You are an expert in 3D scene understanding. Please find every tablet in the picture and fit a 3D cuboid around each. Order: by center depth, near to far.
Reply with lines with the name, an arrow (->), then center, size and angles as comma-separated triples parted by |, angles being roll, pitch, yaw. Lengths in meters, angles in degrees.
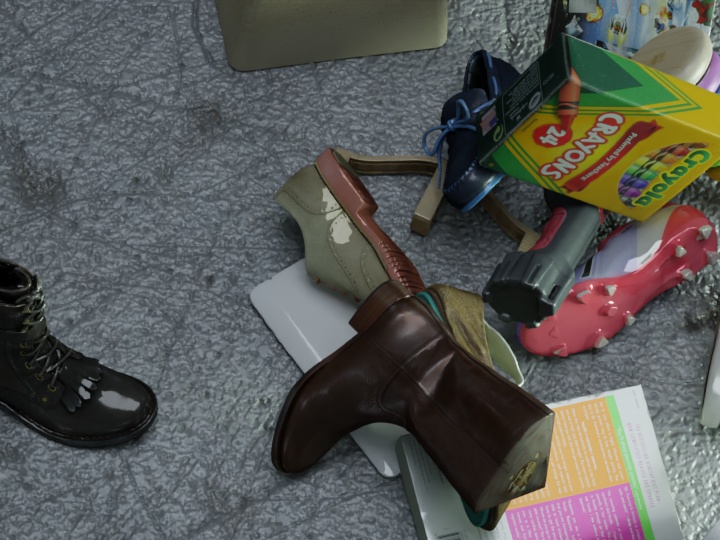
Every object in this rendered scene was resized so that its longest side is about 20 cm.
tablet -> 0.015, 0.063, 1.714 | 0.130, 0.014, 0.200 | -30, 68, -21

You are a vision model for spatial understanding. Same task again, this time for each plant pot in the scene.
plant pot -> -0.028, -0.315, 1.828 | 0.200, 0.177, 0.200 | -8, 62, -12

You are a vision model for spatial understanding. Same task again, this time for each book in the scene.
book -> 0.141, 0.176, 1.646 | 0.200, 0.048, 0.134 | -10, 70, -13

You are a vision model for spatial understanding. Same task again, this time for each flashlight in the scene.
flashlight -> 0.157, -0.031, 1.724 | 0.068, 0.068, 0.200 | 42, 45, -5

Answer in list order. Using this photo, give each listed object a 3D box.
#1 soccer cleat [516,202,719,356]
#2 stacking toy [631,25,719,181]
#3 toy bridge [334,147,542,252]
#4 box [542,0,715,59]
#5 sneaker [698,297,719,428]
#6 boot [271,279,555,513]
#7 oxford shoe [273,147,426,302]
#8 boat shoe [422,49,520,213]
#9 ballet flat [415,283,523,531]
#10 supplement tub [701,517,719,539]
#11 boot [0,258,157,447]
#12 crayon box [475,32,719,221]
soccer cleat -> 0.208, 0.007, 1.751 | 0.200, 0.067, 0.076 | -31, 33, -14
stacking toy -> 0.305, -0.110, 1.773 | 0.200, 0.085, 0.085 | 47, 57, -28
toy bridge -> 0.062, -0.062, 1.782 | 0.200, 0.027, 0.067 | 24, 58, 6
box -> 0.227, -0.192, 1.804 | 0.137, 0.040, 0.200 | 9, 99, -3
sneaker -> 0.350, 0.048, 1.731 | 0.112, 0.073, 0.200 | 13, 69, 6
boot -> 0.040, 0.132, 1.578 | 0.200, 0.187, 0.064 | 42, 19, 32
oxford shoe -> 0.000, 0.000, 1.714 | 0.074, 0.071, 0.200 | -33, 71, 10
boat shoe -> 0.091, -0.118, 1.765 | 0.069, 0.084, 0.200 | 43, 27, -15
ballet flat -> 0.097, 0.101, 1.624 | 0.072, 0.068, 0.200 | -5, 65, -28
supplement tub -> 0.338, 0.263, 1.566 | 0.200, 0.145, 0.145 | 41, 64, 15
boot -> -0.249, 0.055, 1.590 | 0.200, 0.174, 0.069 | 16, 60, 2
crayon box -> 0.209, -0.107, 1.678 | 0.200, 0.127, 0.051 | 16, 52, -26
